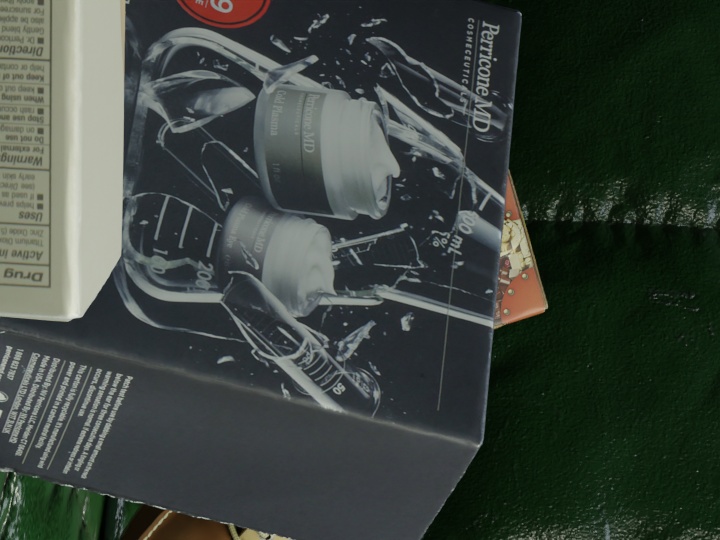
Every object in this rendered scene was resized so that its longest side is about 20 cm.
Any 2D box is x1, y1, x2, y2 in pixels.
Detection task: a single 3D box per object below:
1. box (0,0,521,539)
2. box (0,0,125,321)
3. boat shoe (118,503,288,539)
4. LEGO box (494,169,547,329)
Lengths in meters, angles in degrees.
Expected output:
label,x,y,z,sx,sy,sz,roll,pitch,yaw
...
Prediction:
label,x,y,z,sx,sy,sz,roll,pitch,yaw
box,-0.045,-0.016,1.115,0.104,0.181,0.201,120,-20,-54
box,-0.119,-0.092,0.891,0.078,0.094,0.201,-68,162,-74
boat shoe,-0.046,0.100,1.414,0.200,0.076,0.074,-45,174,-6
LEGO box,0.000,0.000,1.560,0.200,0.148,0.078,-161,-126,-81
